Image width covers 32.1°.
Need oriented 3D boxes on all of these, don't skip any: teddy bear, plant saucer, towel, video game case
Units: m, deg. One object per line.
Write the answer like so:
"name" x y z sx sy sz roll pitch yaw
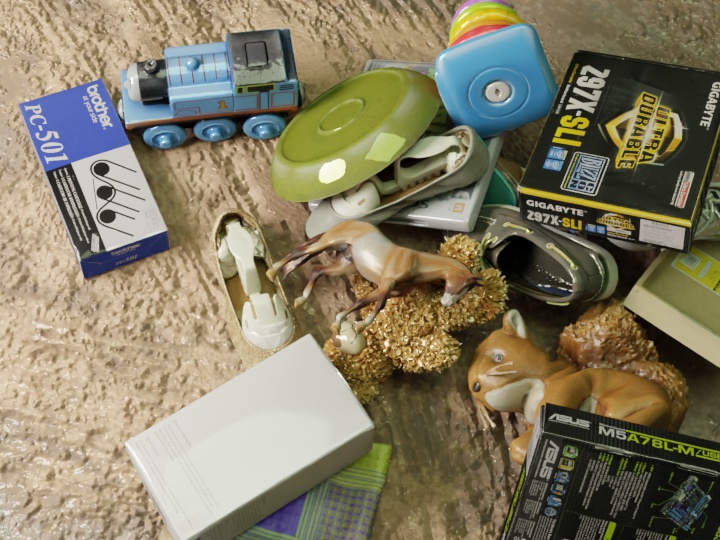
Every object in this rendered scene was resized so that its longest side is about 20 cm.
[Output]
"teddy bear" 0.046 0.042 1.198 0.200 0.067 0.145 -20 64 9
"plant saucer" -0.013 -0.147 1.270 0.200 0.031 0.200 -25 32 16
"towel" -0.060 0.234 1.154 0.144 0.023 0.200 17 64 6
"video game case" 0.059 -0.136 1.308 0.182 0.023 0.200 8 61 25

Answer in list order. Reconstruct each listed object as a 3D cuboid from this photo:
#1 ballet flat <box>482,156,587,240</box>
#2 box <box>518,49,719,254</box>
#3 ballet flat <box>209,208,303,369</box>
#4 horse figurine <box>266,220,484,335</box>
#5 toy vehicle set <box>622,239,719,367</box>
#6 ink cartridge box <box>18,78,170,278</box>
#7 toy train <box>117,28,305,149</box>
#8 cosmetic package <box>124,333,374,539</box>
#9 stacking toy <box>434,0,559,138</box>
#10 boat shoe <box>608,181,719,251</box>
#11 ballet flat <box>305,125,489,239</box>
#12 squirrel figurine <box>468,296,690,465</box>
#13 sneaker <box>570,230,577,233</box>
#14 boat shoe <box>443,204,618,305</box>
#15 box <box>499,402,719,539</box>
"ballet flat" 0.179 -0.061 1.290 0.072 0.068 0.200 -20 55 -31
"box" 0.252 -0.116 1.174 0.160 0.049 0.200 12 54 21
"ballet flat" -0.106 0.024 1.231 0.070 0.065 0.200 -21 67 -11
"horse figurine" 0.000 0.000 1.178 0.133 0.050 0.200 -38 41 -23
"toy vehicle set" 0.350 0.016 1.232 0.124 0.027 0.200 35 38 14
"ink cartridge box" -0.277 -0.098 1.293 0.094 0.044 0.200 -21 67 -15
"toy train" -0.156 -0.190 1.306 0.200 0.114 0.087 -6 64 -7
"cosmetic package" -0.098 0.160 1.134 0.200 0.081 0.113 -28 68 -16
"stacking toy" 0.131 -0.241 1.283 0.110 0.116 0.200 -18 42 15
"boat shoe" 0.324 -0.059 1.202 0.202 0.086 0.075 1 76 -33
"ballet flat" 0.029 -0.091 1.237 0.200 0.064 0.067 -23 55 7
"squirrel figurine" 0.203 0.113 1.185 0.187 0.142 0.200 33 47 26
"sneaker" 0.253 -0.070 1.265 0.200 0.076 0.077 -6 51 -37
"boat shoe" 0.153 -0.017 1.223 0.060 0.072 0.202 -12 25 -43
"box" 0.228 0.221 1.084 0.193 0.200 0.048 11 35 2
